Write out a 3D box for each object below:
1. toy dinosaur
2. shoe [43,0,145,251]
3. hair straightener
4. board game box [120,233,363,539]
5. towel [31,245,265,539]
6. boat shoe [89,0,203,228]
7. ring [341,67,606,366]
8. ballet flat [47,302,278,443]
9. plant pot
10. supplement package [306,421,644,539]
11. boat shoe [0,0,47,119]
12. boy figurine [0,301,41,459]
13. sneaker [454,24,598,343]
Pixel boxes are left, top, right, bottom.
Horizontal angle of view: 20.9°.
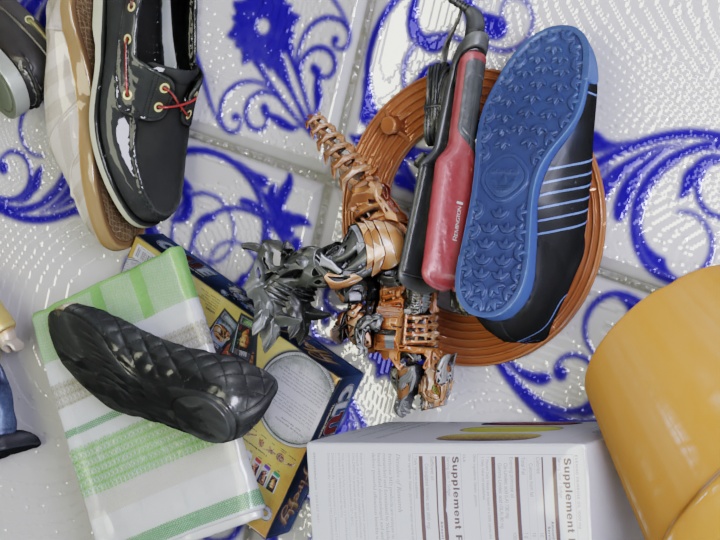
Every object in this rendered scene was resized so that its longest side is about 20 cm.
[{"bbox_3d":[0.000,0.000,1.303,0.135,0.102,0.202,-19,65,15],"label":"toy dinosaur"},{"bbox_3d":[-0.196,-0.114,1.431,0.053,0.070,0.202,-6,92,41],"label":"shoe"},{"bbox_3d":[0.047,-0.084,1.261,0.077,0.041,0.202,-10,75,64],"label":"hair straightener"},{"bbox_3d":[-0.107,0.081,1.407,0.199,0.035,0.136,34,109,25],"label":"board game box"},{"bbox_3d":[-0.152,0.101,1.403,0.148,0.031,0.202,-22,80,27],"label":"towel"},{"bbox_3d":[-0.150,-0.133,1.399,0.063,0.073,0.203,-5,86,39],"label":"boat shoe"},{"bbox_3d":[0.070,-0.036,1.305,0.199,0.019,0.203,2,94,31],"label":"ring"},{"bbox_3d":[-0.143,0.069,1.362,0.199,0.057,0.067,23,129,33],"label":"ballet flat"},{"bbox_3d":[0.229,0.103,1.131,0.200,0.199,0.184,-49,54,23],"label":"plant pot"},{"bbox_3d":[0.080,0.157,1.255,0.198,0.113,0.111,-3,92,29],"label":"supplement package"},{"bbox_3d":[-0.291,-0.200,1.490,0.202,0.060,0.072,51,155,23],"label":"boat shoe"},{"bbox_3d":[-0.316,0.053,1.514,0.124,0.064,0.202,-23,80,30],"label":"boy figurine"},{"bbox_3d":[0.113,-0.052,1.235,0.070,0.078,0.202,10,75,31],"label":"sneaker"}]
